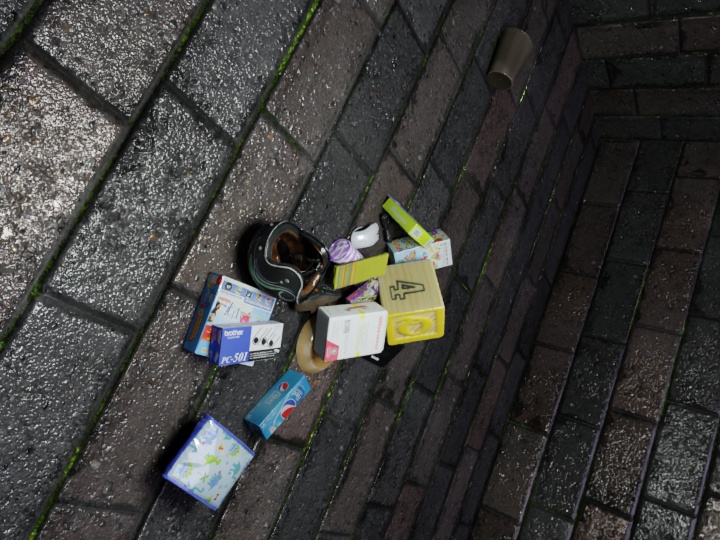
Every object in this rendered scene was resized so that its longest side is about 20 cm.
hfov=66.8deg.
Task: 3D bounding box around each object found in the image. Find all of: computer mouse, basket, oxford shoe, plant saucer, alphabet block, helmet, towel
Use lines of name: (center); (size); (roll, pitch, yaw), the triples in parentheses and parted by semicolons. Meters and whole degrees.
computer mouse: (0.043, -0.118, 1.808); (0.200, 0.044, 0.110); (-28, 123, -46)
basket: (0.617, -0.870, 2.278); (0.180, 0.136, 0.200); (38, 73, -46)
oxford shoe: (-0.134, 0.084, 1.630); (0.200, 0.073, 0.084); (-2, 125, -55)
plant saucer: (-0.118, 0.231, 1.705); (0.200, 0.035, 0.200); (-19, 115, -49)
alphabet block: (0.163, 0.106, 1.814); (0.195, 0.196, 0.200); (77, 2, -54)
helmet: (-0.195, -0.025, 1.403); (0.200, 0.191, 0.200); (-55, 171, -14)
towel: (0.000, 0.000, 1.685); (0.200, 0.018, 0.086); (-15, 131, -33)

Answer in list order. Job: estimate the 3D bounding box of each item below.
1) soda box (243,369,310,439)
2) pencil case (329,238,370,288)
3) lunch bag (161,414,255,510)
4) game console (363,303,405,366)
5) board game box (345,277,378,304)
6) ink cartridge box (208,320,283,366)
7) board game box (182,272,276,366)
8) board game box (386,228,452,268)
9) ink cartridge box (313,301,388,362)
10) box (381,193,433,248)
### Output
soda box: (-0.236, 0.381, 1.567); (0.200, 0.068, 0.064); (-46, 133, -35)
pencil case: (-0.024, -0.019, 1.725); (0.085, 0.084, 0.200); (-38, 136, 3)
lunch bag: (-0.384, 0.467, 1.350); (0.170, 0.127, 0.200); (-56, 148, -26)
game console: (0.068, 0.231, 1.965); (0.176, 0.116, 0.200); (-45, 141, 7)
board game box: (0.008, 0.120, 1.769); (0.120, 0.032, 0.200); (-40, 151, -27)
ink cartridge box: (-0.284, 0.179, 1.371); (0.200, 0.044, 0.094); (2, 97, -53)
board game box: (-0.326, 0.128, 1.385); (0.200, 0.056, 0.196); (30, 77, -52)
board game box: (0.205, -0.060, 1.904); (0.200, 0.103, 0.105); (-14, 119, -7)
ink cartridge box: (-0.029, 0.181, 1.640); (0.200, 0.083, 0.145); (-3, 112, -30)
box: (0.154, -0.167, 1.841); (0.048, 0.200, 0.122); (-46, 137, 9)
